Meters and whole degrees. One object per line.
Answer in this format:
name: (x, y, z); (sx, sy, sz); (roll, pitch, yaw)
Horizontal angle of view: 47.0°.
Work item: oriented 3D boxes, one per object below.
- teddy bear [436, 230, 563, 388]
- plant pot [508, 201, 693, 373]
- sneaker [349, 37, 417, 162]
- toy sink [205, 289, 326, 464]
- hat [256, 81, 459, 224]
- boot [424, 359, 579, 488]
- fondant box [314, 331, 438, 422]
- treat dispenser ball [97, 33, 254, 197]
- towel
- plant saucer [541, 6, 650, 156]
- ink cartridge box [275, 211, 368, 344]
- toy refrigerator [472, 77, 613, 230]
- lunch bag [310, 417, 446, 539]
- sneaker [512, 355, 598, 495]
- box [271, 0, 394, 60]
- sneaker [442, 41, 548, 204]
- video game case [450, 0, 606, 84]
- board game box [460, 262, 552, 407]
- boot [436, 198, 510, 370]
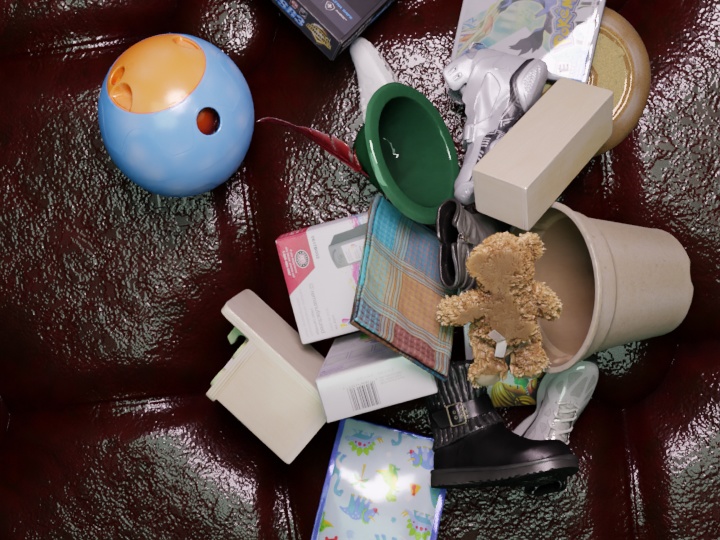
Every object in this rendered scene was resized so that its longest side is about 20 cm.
teddy bear: (0.162, 0.046, 0.945); (0.142, 0.067, 0.203); (-22, 116, 13)
plant pot: (0.300, 0.016, 1.025); (0.179, 0.200, 0.206); (-2, 98, -24)
sneaker: (0.031, -0.210, 1.096); (0.079, 0.076, 0.203); (-28, 92, 17)
toy sink: (-0.129, 0.142, 1.126); (0.199, 0.130, 0.112); (42, 100, -1)
hat: (0.007, -0.134, 1.058); (0.174, 0.164, 0.205); (-19, 88, 44)
boot: (0.169, 0.188, 1.046); (0.207, 0.079, 0.162); (-12, 67, 31)
fondant box: (0.027, 0.120, 1.069); (0.141, 0.200, 0.060); (-16, 99, 8)
treat dispenser ball: (-0.234, -0.197, 1.060); (0.195, 0.201, 0.207); (1, 97, 6)
towel: (0.060, 0.015, 0.984); (0.145, 0.203, 0.022); (31, 134, -21)
plant saucer: (0.282, -0.247, 1.079); (0.195, 0.035, 0.206); (1, 98, 6)
ink cartridge box: (0.000, 0.000, 1.117); (0.195, 0.086, 0.151); (-15, 95, 9)
toy refrigerator: (0.220, -0.140, 0.985); (0.075, 0.071, 0.200); (24, 56, 33)
lunch bag: (0.029, 0.316, 1.130); (0.166, 0.127, 0.205); (12, 89, 5)
sneaker: (0.262, 0.211, 1.068); (0.074, 0.116, 0.203); (14, 121, -14)
box: (-0.040, -0.400, 1.042); (0.200, 0.050, 0.199); (44, 67, -1)
sneaker: (0.142, -0.187, 1.029); (0.113, 0.075, 0.203); (28, 86, 18)
video game case: (0.221, -0.350, 1.053); (0.178, 0.022, 0.205); (13, 94, 18)
board game box: (0.202, 0.082, 1.128); (0.123, 0.035, 0.206); (-5, 96, 6)
boot: (0.135, 0.021, 1.004); (0.067, 0.129, 0.205); (-13, 78, 36)
